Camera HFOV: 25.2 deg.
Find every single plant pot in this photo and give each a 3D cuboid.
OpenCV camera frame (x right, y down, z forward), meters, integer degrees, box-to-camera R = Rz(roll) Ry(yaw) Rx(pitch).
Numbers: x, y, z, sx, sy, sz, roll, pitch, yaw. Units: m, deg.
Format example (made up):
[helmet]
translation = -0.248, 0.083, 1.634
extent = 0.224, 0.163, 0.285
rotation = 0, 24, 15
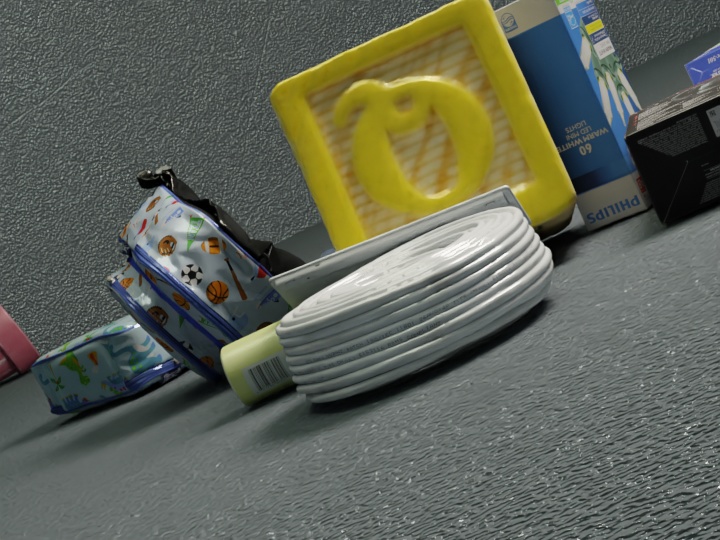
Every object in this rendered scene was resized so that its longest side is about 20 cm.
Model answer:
[plant pot]
translation = -0.745, 0.153, 3.095
extent = 0.179, 0.200, 0.200
rotation = -42, 9, -15

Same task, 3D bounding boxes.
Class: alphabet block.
[alphabet block]
translation = 0.058, -0.092, 1.358
extent = 0.196, 0.196, 0.200
rotation = -26, -5, 4

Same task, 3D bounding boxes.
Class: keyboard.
[keyboard]
translation = 0.030, -0.013, 1.224
extent = 0.199, 0.011, 0.056
rotation = -21, -31, 15

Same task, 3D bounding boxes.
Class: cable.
[cable]
translation = 0.038, 0.023, 1.112
extent = 0.199, 0.070, 0.200
rotation = -25, 5, -1

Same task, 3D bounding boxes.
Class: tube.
[tube]
translation = -0.010, 0.042, 1.250
extent = 0.199, 0.052, 0.058
rotation = -25, 1, 9

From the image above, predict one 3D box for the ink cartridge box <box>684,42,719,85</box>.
[ink cartridge box]
translation = 0.556, -0.322, 2.373
extent = 0.094, 0.044, 0.200
rotation = -24, 5, 34

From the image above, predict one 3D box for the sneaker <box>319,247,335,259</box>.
[sneaker]
translation = 0.000, 0.000, 1.568
extent = 0.084, 0.075, 0.200
rotation = -25, -5, -21

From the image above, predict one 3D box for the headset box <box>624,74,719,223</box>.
[headset box]
translation = 0.289, -0.111, 1.257
extent = 0.148, 0.078, 0.200
rotation = -23, 4, 13

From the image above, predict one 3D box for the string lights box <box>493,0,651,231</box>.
[string lights box]
translation = 0.190, -0.144, 1.368
extent = 0.059, 0.201, 0.103
rotation = -23, 6, 28

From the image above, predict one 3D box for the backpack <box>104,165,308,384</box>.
[backpack]
translation = -0.141, 0.012, 1.507
extent = 0.154, 0.200, 0.190
rotation = -57, 20, -9

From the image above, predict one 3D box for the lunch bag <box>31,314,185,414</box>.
[lunch bag]
translation = -0.257, 0.090, 1.811
extent = 0.199, 0.083, 0.161
rotation = -21, 7, 39
